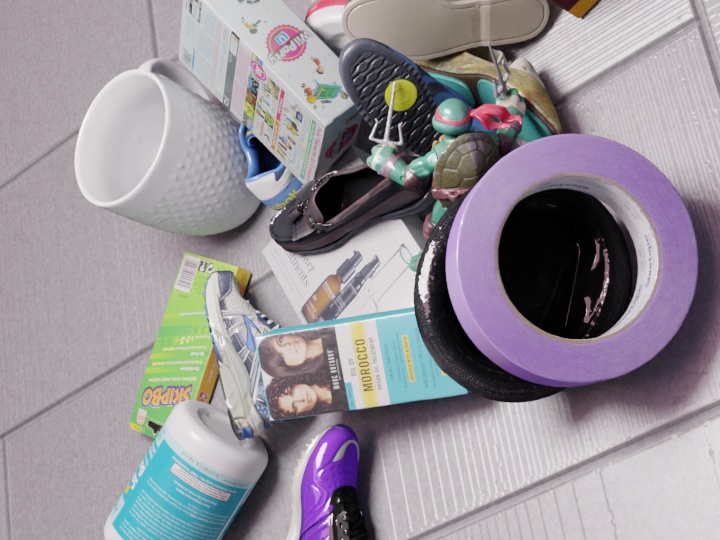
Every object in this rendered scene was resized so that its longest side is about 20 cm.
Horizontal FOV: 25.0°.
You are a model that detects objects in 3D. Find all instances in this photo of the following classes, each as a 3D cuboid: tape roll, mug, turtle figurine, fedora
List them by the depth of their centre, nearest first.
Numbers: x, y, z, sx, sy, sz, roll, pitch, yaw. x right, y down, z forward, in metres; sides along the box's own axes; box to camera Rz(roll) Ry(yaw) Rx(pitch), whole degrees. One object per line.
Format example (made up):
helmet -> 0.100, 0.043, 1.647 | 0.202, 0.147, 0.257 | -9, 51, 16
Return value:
tape roll -> 0.172, -0.007, 1.329 | 0.066, 0.198, 0.202 | 130, 154, -82
fedora -> 0.135, 0.016, 1.404 | 0.092, 0.198, 0.203 | 127, 156, -82
turtle figurine -> 0.082, -0.093, 1.429 | 0.148, 0.202, 0.101 | -10, 36, -3
mug -> -0.193, -0.135, 1.726 | 0.147, 0.175, 0.202 | -29, 57, 32

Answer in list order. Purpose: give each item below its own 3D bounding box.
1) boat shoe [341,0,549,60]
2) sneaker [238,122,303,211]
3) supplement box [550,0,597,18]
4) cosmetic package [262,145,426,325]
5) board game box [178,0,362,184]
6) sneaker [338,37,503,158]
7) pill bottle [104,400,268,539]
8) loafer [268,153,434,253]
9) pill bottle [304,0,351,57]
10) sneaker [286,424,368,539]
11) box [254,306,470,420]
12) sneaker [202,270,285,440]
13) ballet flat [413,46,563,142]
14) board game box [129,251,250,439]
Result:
boat shoe -> 0.075, -0.245, 1.526 | 0.063, 0.198, 0.073 | -109, 18, -52
sneaker -> -0.079, -0.158, 1.694 | 0.073, 0.082, 0.202 | -16, 63, 40
supplement box -> 0.149, -0.370, 1.470 | 0.133, 0.199, 0.198 | -44, 51, 23
cosmetic package -> 0.000, 0.000, 1.586 | 0.151, 0.051, 0.201 | -47, 49, 17
board game box -> -0.088, -0.194, 1.589 | 0.064, 0.148, 0.200 | -40, 79, -20
sneaker -> 0.053, -0.150, 1.487 | 0.066, 0.199, 0.079 | -46, 28, 17
pill bottle -> -0.185, 0.240, 1.631 | 0.111, 0.110, 0.201 | 42, 104, 43
loafer -> -0.017, -0.072, 1.549 | 0.199, 0.063, 0.073 | -18, 61, 35
pill bottle -> 0.015, -0.291, 1.615 | 0.110, 0.111, 0.202 | -12, 51, 40
sneaker -> -0.018, 0.248, 1.510 | 0.099, 0.069, 0.202 | 13, 89, 38
box -> 0.006, 0.083, 1.492 | 0.198, 0.049, 0.083 | -10, 92, 21
sneaker -> -0.106, 0.080, 1.643 | 0.084, 0.077, 0.201 | -13, 54, -5
ballet flat -> 0.127, -0.176, 1.524 | 0.199, 0.070, 0.071 | 27, 94, 43
board game box -> -0.185, 0.086, 1.745 | 0.095, 0.030, 0.202 | 15, 83, 45
